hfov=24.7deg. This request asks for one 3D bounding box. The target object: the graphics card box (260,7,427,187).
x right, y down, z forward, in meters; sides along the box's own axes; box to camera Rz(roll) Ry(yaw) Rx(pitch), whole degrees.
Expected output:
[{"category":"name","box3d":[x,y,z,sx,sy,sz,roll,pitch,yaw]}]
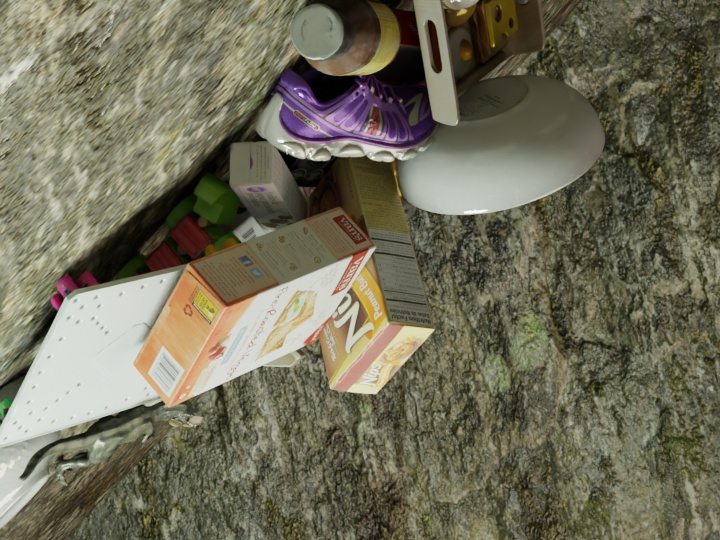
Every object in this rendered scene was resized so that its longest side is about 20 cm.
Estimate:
[{"category":"graphics card box","box3d":[0.002,-0.159,1.553,0.125,0.051,0.200,-3,145,-51]}]

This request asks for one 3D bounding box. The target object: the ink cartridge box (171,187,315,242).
[{"category":"ink cartridge box","box3d":[-0.090,-0.032,1.654,0.068,0.117,0.200,11,-139,40]}]

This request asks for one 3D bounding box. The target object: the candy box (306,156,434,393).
[{"category":"candy box","box3d":[0.000,0.000,1.545,0.055,0.201,0.116,7,142,-29]}]

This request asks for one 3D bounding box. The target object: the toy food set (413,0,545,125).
[{"category":"toy food set","box3d":[0.113,-0.235,1.490,0.060,0.145,0.200,4,-152,32]}]

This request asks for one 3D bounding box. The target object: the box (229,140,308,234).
[{"category":"box","box3d":[-0.081,-0.069,1.499,0.038,0.042,0.200,-3,168,7]}]

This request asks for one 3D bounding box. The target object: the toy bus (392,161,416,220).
[{"category":"toy bus","box3d":[-0.050,-0.074,1.856,0.200,0.136,0.192,-48,161,17]}]

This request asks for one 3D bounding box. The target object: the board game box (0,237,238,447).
[{"category":"board game box","box3d":[-0.210,0.060,1.428,0.199,0.026,0.200,-15,148,-45]}]

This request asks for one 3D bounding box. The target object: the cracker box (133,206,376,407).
[{"category":"cracker box","box3d":[-0.091,0.030,1.443,0.199,0.058,0.134,-24,154,-47]}]

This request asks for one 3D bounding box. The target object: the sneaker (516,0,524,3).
[{"category":"sneaker","box3d":[0.129,-0.282,1.712,0.090,0.067,0.200,-27,-177,6]}]

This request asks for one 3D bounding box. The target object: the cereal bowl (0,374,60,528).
[{"category":"cereal bowl","box3d":[-0.352,0.194,1.543,0.200,0.083,0.200,-46,178,-2]}]

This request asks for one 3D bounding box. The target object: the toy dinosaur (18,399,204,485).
[{"category":"toy dinosaur","box3d":[-0.245,0.160,1.532,0.199,0.048,0.088,-21,173,-35]}]

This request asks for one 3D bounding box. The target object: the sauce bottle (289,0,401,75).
[{"category":"sauce bottle","box3d":[-0.014,-0.182,1.261,0.065,0.065,0.200,-45,176,13]}]

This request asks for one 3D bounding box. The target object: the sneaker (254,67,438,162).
[{"category":"sneaker","box3d":[0.002,-0.145,1.432,0.199,0.081,0.084,-10,132,-46]}]

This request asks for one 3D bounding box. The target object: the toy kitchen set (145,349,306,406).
[{"category":"toy kitchen set","box3d":[-0.181,0.099,1.858,0.180,0.163,0.200,-45,177,0]}]

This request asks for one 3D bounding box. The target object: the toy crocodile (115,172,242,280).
[{"category":"toy crocodile","box3d":[-0.171,-0.004,1.488,0.200,0.068,0.062,-49,170,22]}]

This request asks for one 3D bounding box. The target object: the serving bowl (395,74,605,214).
[{"category":"serving bowl","box3d":[0.122,-0.130,1.525,0.199,0.066,0.201,-14,-151,8]}]
